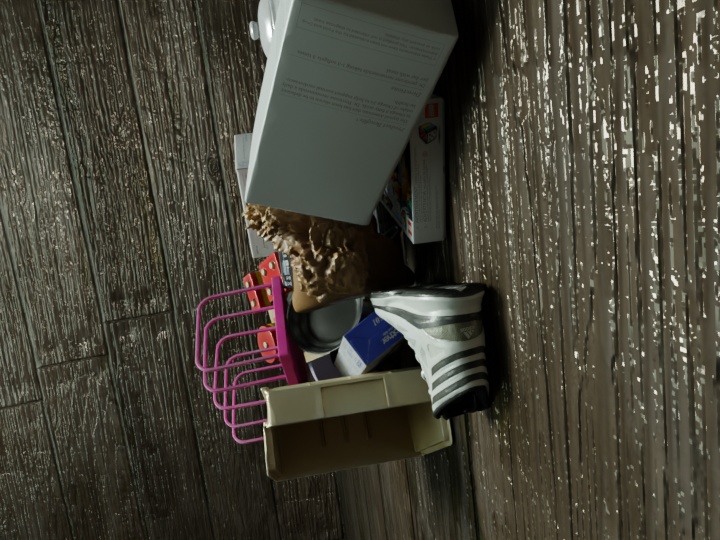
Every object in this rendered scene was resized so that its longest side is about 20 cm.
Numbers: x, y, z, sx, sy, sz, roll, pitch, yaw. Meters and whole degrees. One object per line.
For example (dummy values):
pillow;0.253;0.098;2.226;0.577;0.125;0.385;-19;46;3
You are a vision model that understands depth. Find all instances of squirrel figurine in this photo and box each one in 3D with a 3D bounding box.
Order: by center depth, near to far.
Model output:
squirrel figurine;-0.037;-0.061;0.612;0.200;0.140;0.189;14;-118;-78

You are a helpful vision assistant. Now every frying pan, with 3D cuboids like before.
frying pan;-0.026;0.017;0.732;0.031;0.114;0.191;35;-101;-53

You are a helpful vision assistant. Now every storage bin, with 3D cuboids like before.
storage bin;-0.011;0.185;0.689;0.199;0.198;0.095;103;158;-68

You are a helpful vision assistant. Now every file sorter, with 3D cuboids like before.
file sorter;-0.148;0.137;0.823;0.201;0.124;0.140;81;177;-45

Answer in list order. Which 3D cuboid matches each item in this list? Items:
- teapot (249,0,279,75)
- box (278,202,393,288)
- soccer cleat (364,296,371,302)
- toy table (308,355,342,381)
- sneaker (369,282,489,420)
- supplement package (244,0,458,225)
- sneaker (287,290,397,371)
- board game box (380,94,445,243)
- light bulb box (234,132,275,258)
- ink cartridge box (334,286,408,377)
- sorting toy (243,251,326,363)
teapot;-0.094;-0.372;0.868;0.198;0.145;0.202;-115;19;-61
box;-0.041;-0.082;0.766;0.050;0.156;0.202;-25;-72;-64
soccer cleat;-0.001;0.000;0.878;0.084;0.064;0.202;-103;10;-56
toy table;-0.061;0.140;1.143;0.117;0.182;0.202;13;104;63
sneaker;0.058;0.072;0.524;0.200;0.075;0.117;174;90;-79
supplement package;-0.019;-0.150;0.470;0.201;0.116;0.118;119;155;-49
sneaker;-0.033;0.095;0.877;0.060;0.198;0.105;71;-148;-59
board game box;0.040;-0.122;0.587;0.200;0.034;0.127;-117;21;-65
light bulb box;-0.115;-0.145;1.053;0.125;0.198;0.199;-105;11;-46
ink cartridge box;0.020;0.089;0.713;0.044;0.094;0.200;51;165;10
sorting toy;-0.134;0.070;1.024;0.200;0.069;0.201;-31;75;53
